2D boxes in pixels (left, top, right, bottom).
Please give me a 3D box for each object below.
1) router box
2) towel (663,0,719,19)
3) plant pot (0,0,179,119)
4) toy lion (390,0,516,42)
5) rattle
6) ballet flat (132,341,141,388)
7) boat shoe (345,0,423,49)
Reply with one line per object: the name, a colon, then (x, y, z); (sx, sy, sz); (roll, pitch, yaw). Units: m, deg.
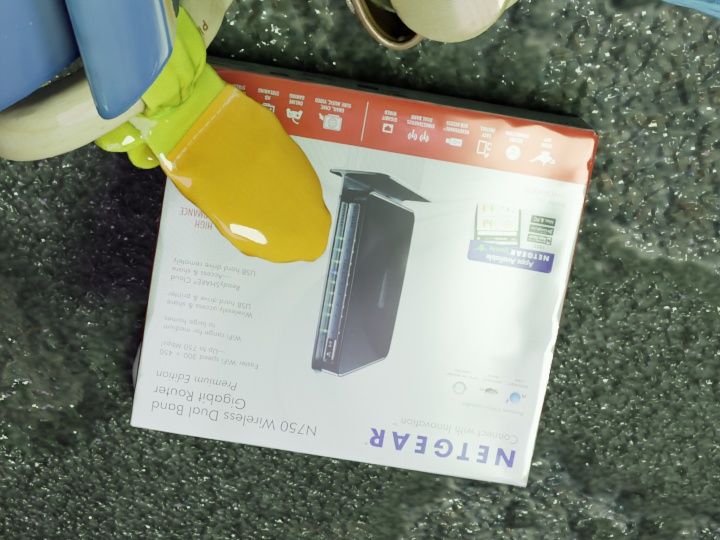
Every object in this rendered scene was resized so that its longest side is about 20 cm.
router box: (0.000, 0.000, 0.869); (0.199, 0.049, 0.180); (9, 102, -4)
towel: (0.157, -0.158, 0.739); (0.199, 0.049, 0.112); (16, 122, -18)
plant pot: (-0.165, -0.168, 0.678); (0.179, 0.200, 0.200); (-5, 133, 2)
toy lion: (0.016, -0.213, 0.648); (0.191, 0.069, 0.200); (34, 117, 3)
rattle: (-0.126, -0.065, 0.819); (0.200, 0.131, 0.143); (-14, 143, 31)
ballet flat: (-0.074, 0.041, 0.967); (0.069, 0.070, 0.200); (24, 132, -18)
boat shoe: (0.017, -0.178, 0.734); (0.075, 0.072, 0.200); (-3, 135, 8)
